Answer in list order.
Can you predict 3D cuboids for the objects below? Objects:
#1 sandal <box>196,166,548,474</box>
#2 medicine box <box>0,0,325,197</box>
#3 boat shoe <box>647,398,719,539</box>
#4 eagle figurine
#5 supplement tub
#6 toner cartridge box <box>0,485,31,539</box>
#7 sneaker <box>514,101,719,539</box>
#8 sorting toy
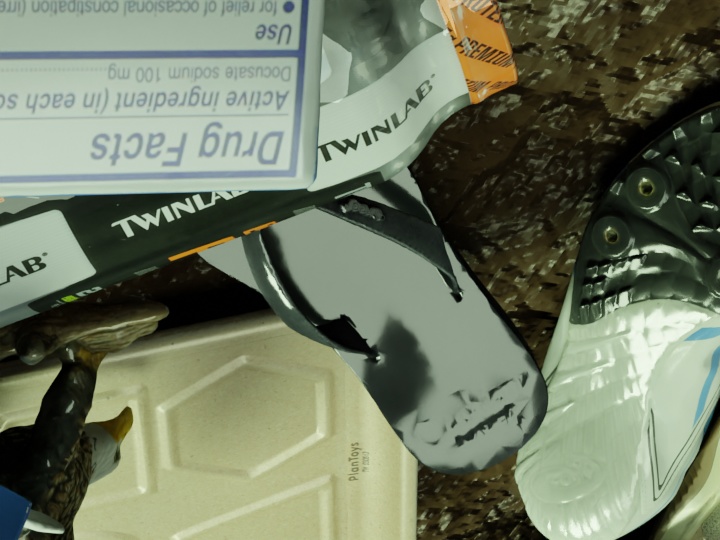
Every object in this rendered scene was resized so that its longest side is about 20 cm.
[{"bbox_3d":[0.001,0.000,0.876,0.076,0.043,0.200,-40,120,12],"label":"sandal"},{"bbox_3d":[-0.104,-0.122,0.589,0.181,0.103,0.202,-2,108,-19],"label":"medicine box"},{"bbox_3d":[0.161,0.086,1.027,0.065,0.072,0.201,24,141,4],"label":"boat shoe"},{"bbox_3d":[-0.117,0.095,0.861,0.150,0.152,0.201,-8,120,-31],"label":"eagle figurine"},{"bbox_3d":[-0.062,-0.064,0.746,0.199,0.123,0.123,-20,141,3],"label":"supplement tub"},{"bbox_3d":[-0.201,0.052,0.728,0.199,0.043,0.095,31,142,-14],"label":"toner cartridge box"},{"bbox_3d":[0.113,0.016,0.966,0.072,0.072,0.201,-43,159,-54],"label":"sneaker"},{"bbox_3d":[-0.078,0.081,0.983,0.198,0.037,0.186,-8,139,-6],"label":"sorting toy"}]
